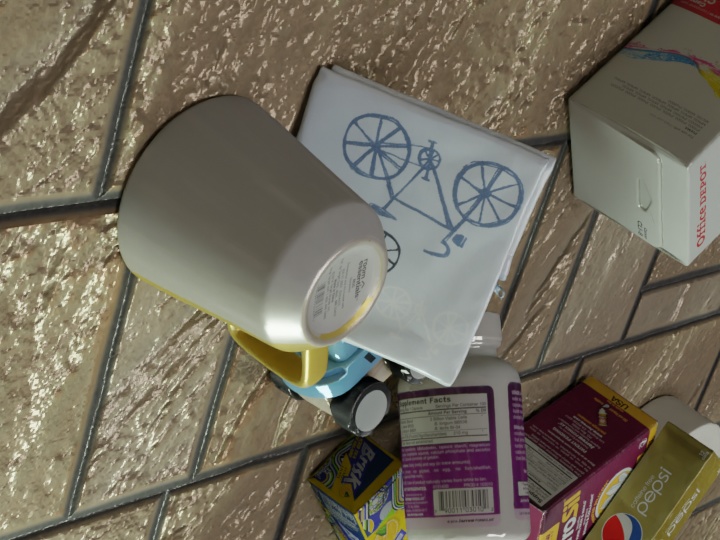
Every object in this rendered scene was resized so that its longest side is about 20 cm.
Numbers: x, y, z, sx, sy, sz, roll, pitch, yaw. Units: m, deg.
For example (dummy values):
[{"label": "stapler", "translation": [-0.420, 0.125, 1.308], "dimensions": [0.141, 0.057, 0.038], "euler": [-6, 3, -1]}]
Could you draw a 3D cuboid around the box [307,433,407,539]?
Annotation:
[{"label": "box", "translation": [0.016, 0.238, 1.524], "dimensions": [0.070, 0.064, 0.201], "euler": [-44, 147, -18]}]

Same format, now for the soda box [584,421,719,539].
[{"label": "soda box", "translation": [0.310, 0.268, 1.749], "dimensions": [0.201, 0.064, 0.068], "euler": [-55, 150, -4]}]

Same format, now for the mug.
[{"label": "mug", "translation": [-0.055, -0.015, 1.122], "dimensions": [0.150, 0.153, 0.186], "euler": [-55, 148, -3]}]

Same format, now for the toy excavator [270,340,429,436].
[{"label": "toy excavator", "translation": [0.000, 0.000, 1.276], "dimensions": [0.194, 0.100, 0.201], "euler": [-43, 137, -22]}]

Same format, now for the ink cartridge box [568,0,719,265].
[{"label": "ink cartridge box", "translation": [0.311, -0.139, 1.506], "dimensions": [0.200, 0.144, 0.146], "euler": [-42, 146, -22]}]

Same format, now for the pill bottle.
[{"label": "pill bottle", "translation": [0.090, 0.140, 1.425], "dimensions": [0.112, 0.112, 0.202], "euler": [10, 74, -56]}]

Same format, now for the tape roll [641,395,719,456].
[{"label": "tape roll", "translation": [0.363, 0.259, 1.999], "dimensions": [0.202, 0.071, 0.204], "euler": [-34, 142, -32]}]

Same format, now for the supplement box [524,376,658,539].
[{"label": "supplement box", "translation": [0.217, 0.228, 1.747], "dimensions": [0.199, 0.103, 0.132], "euler": [-30, 141, -34]}]

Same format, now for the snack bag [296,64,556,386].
[{"label": "snack bag", "translation": [0.025, -0.029, 1.204], "dimensions": [0.021, 0.187, 0.201], "euler": [-59, 170, -74]}]
